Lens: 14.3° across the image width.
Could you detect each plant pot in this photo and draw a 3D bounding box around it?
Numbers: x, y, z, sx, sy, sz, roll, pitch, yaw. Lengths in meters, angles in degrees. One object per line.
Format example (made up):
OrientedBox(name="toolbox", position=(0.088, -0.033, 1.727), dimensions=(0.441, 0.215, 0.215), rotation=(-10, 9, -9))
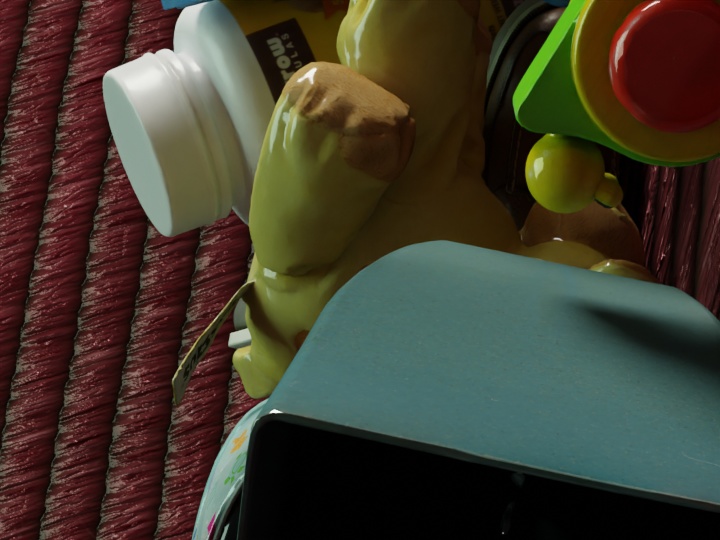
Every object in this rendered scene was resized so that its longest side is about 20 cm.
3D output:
OrientedBox(name="plant pot", position=(0.046, 0.075, 0.871), dimensions=(0.200, 0.141, 0.142), rotation=(-67, -12, -65))

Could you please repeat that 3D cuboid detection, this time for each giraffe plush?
OrientedBox(name="giraffe plush", position=(0.043, -0.001, 1.121), dimensions=(0.201, 0.162, 0.173), rotation=(-63, -11, -14))

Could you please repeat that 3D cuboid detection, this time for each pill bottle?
OrientedBox(name="pill bottle", position=(-0.008, -0.085, 1.272), dimensions=(0.110, 0.199, 0.109), rotation=(68, 166, 0))

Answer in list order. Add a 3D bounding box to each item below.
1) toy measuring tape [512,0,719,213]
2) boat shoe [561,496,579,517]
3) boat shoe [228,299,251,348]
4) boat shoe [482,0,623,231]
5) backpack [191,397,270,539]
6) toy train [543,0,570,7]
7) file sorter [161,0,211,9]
OrientedBox(name="toy measuring tape", position=(0.116, -0.099, 0.868), dimensions=(0.201, 0.073, 0.074), rotation=(-58, 7, 12))
OrientedBox(name="boat shoe", position=(0.073, 0.166, 1.033), dimensions=(0.063, 0.072, 0.201), rotation=(-6, -77, -47))
OrientedBox(name="boat shoe", position=(0.002, 0.000, 1.360), dimensions=(0.201, 0.072, 0.061), rotation=(-19, 74, 53))
OrientedBox(name="boat shoe", position=(0.085, -0.018, 1.223), dimensions=(0.068, 0.072, 0.201), rotation=(-124, 32, -53))
OrientedBox(name="backpack", position=(-0.001, 0.155, 1.329), dimensions=(0.151, 0.177, 0.201), rotation=(-103, 25, -72))
OrientedBox(name="toy train", position=(0.075, -0.119, 1.064), dimensions=(0.200, 0.115, 0.085), rotation=(-100, 19, -85))
OrientedBox(name="file sorter", position=(0.007, -0.207, 1.234), dimensions=(0.200, 0.138, 0.123), rotation=(-30, -75, -45))
